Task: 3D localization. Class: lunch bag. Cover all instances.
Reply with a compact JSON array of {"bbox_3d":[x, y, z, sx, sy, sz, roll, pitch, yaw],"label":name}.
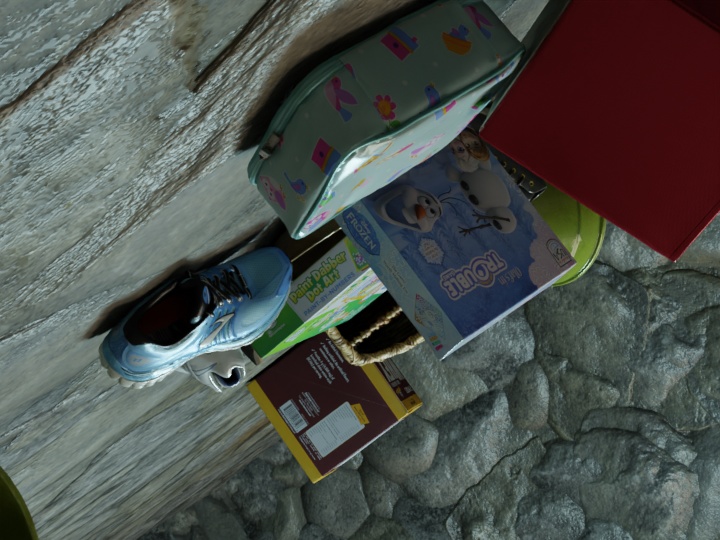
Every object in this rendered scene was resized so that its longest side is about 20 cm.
[{"bbox_3d":[0.012,-0.111,1.005,0.200,0.077,0.160,-33,173,-30],"label":"lunch bag"}]

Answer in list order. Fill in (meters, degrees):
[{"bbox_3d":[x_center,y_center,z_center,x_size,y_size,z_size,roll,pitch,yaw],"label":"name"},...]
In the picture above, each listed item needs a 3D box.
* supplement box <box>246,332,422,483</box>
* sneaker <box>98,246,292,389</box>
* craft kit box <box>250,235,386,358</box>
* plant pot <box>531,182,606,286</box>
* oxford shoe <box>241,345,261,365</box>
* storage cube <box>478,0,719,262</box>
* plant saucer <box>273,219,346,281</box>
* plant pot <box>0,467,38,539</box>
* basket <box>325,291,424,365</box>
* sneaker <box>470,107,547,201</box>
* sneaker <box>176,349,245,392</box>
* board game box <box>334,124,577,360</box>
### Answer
[{"bbox_3d":[-0.041,0.205,2.299,0.200,0.198,0.133,-37,173,11],"label":"supplement box"},{"bbox_3d":[-0.136,0.035,1.247,0.200,0.078,0.090,-33,169,-30],"label":"sneaker"},{"bbox_3d":[0.000,0.000,1.419,0.200,0.049,0.197,-40,168,27],"label":"craft kit box"},{"bbox_3d":[0.143,-0.062,1.594,0.192,0.201,0.200,-14,160,-40],"label":"plant pot"},{"bbox_3d":[-0.109,0.051,1.512,0.071,0.071,0.200,-38,172,-15],"label":"oxford shoe"},{"bbox_3d":[0.221,-0.153,1.042,0.200,0.179,0.171,-57,-177,37],"label":"storage cube"},{"bbox_3d":[-0.015,-0.049,1.390,0.200,0.036,0.200,-31,175,-3],"label":"plant saucer"},{"bbox_3d":[-0.369,0.234,1.000,0.192,0.201,0.200,-26,179,29],"label":"plant pot"},{"bbox_3d":[0.041,0.028,1.771,0.200,0.143,0.149,-36,174,-7],"label":"basket"},{"bbox_3d":[0.128,-0.109,1.439,0.075,0.106,0.200,-41,168,32],"label":"sneaker"},{"bbox_3d":[-0.161,0.092,1.451,0.074,0.087,0.200,-37,174,-10],"label":"sneaker"},{"bbox_3d":[0.078,-0.043,1.261,0.200,0.199,0.043,-29,170,-47],"label":"board game box"}]
